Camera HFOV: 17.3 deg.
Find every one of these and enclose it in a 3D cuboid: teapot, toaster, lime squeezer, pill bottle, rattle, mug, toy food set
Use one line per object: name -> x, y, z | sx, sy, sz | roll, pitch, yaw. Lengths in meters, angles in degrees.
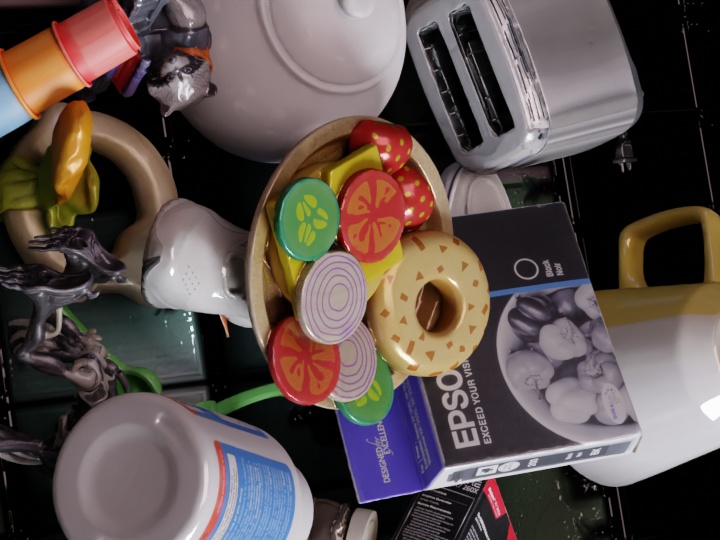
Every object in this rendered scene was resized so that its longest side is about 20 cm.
teapot -> -0.040, -0.177, 1.645 | 0.200, 0.146, 0.198 | 43, 60, -18
toaster -> 0.120, -0.152, 1.756 | 0.129, 0.113, 0.201 | -19, 88, -42
lime squeezer -> -0.131, 0.073, 1.602 | 0.199, 0.038, 0.071 | 23, 69, -27
pill bottle -> -0.104, 0.146, 1.517 | 0.200, 0.112, 0.113 | 29, 61, -65
rattle -> -0.131, -0.038, 1.566 | 0.200, 0.143, 0.130 | 39, 44, -15
mug -> 0.227, 0.058, 1.760 | 0.149, 0.153, 0.187 | -23, 94, -42
toy food set -> 0.000, 0.000, 1.551 | 0.198, 0.049, 0.201 | -33, 119, -38

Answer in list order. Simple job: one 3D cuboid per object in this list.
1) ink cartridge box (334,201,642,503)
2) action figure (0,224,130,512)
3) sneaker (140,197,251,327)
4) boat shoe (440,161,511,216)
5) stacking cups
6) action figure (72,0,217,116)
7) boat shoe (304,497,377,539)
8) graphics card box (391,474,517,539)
ink cartridge box -> 0.073, 0.053, 1.653 | 0.199, 0.043, 0.199 | -10, 60, -11
action figure -> -0.200, 0.071, 1.519 | 0.119, 0.102, 0.201 | -60, 158, -55
sneaker -> -0.074, 0.000, 1.562 | 0.200, 0.087, 0.075 | 14, 87, -61
boat shoe -> 0.104, 0.013, 1.749 | 0.071, 0.070, 0.201 | -2, 82, -34
stacking cups -> -0.233, -0.109, 1.493 | 0.200, 0.061, 0.061 | -30, 99, 2
action figure -> -0.134, -0.198, 1.555 | 0.104, 0.200, 0.194 | -11, 80, -27
boat shoe -> -0.041, 0.254, 1.613 | 0.059, 0.072, 0.201 | 13, 85, 11
graphics card box -> 0.042, 0.244, 1.639 | 0.200, 0.051, 0.126 | -62, 153, -26
